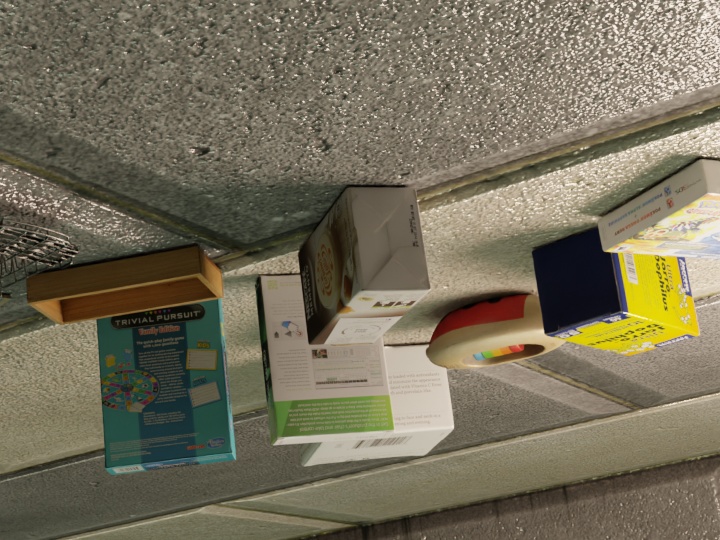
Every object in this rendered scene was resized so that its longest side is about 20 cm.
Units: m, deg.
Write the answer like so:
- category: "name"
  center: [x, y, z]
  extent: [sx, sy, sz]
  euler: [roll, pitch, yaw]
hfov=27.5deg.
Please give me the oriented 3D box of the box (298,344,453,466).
- category: "box"
  center: [0.014, 0.199, 2.163]
  extent: [0.197, 0.132, 0.200]
  euler: [-3, 162, -12]

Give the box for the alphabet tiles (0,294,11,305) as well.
- category: "alphabet tiles"
  center: [-0.529, 0.046, 1.690]
  extent: [0.199, 0.008, 0.167]
  euler: [7, 158, -39]

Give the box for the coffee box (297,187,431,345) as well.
- category: "coffee box"
  center: [0.000, 0.000, 1.573]
  extent: [0.079, 0.115, 0.200]
  euler: [-1, 161, -18]

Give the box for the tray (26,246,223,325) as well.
- category: "tray"
  center: [-0.263, 0.018, 1.657]
  extent: [0.199, 0.037, 0.099]
  euler: [-9, 163, 8]

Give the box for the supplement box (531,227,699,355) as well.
- category: "supplement box"
  center: [0.312, 0.028, 1.787]
  extent: [0.108, 0.110, 0.199]
  euler: [-20, 159, 36]

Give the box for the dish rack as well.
- category: "dish rack"
  center: [-0.388, -0.019, 1.470]
  extent: [0.199, 0.055, 0.153]
  euler: [-21, 159, 32]

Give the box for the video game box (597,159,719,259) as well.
- category: "video game box"
  center: [0.399, -0.064, 1.643]
  extent: [0.199, 0.047, 0.182]
  euler: [3, 157, -29]

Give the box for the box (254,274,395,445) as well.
- category: "box"
  center: [-0.043, 0.102, 1.729]
  extent: [0.143, 0.201, 0.036]
  euler: [-1, 158, -15]

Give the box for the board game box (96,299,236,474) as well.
- category: "board game box"
  center: [-0.232, 0.132, 1.751]
  extent: [0.150, 0.201, 0.047]
  euler: [-6, 162, -1]

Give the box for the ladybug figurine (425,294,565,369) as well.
- category: "ladybug figurine"
  center: [0.178, 0.081, 1.957]
  extent: [0.199, 0.072, 0.136]
  euler: [-13, 162, 16]
